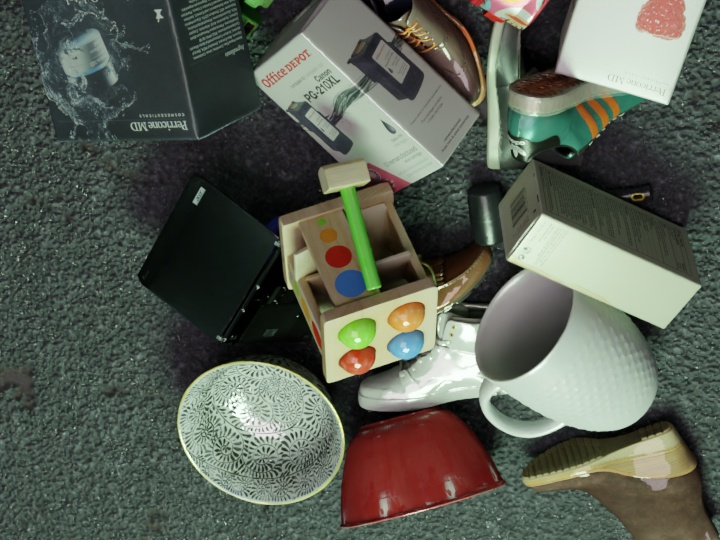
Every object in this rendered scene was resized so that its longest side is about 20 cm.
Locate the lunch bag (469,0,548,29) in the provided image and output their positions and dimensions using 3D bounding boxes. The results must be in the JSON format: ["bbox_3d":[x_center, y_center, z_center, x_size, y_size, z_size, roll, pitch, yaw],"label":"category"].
[{"bbox_3d":[0.162,-0.317,1.531,0.082,0.200,0.176,24,120,-7],"label":"lunch bag"}]

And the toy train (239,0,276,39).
[{"bbox_3d":[-0.140,-0.263,1.719,0.056,0.042,0.200,32,121,-18],"label":"toy train"}]

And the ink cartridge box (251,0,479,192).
[{"bbox_3d":[0.001,-0.183,1.670,0.200,0.084,0.145,42,153,-12],"label":"ink cartridge box"}]

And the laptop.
[{"bbox_3d":[-0.118,-0.010,1.812,0.200,0.103,0.177,0,139,-36],"label":"laptop"}]

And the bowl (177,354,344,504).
[{"bbox_3d":[-0.109,0.169,1.915,0.200,0.094,0.201,5,119,9],"label":"bowl"}]

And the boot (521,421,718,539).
[{"bbox_3d":[0.305,0.273,1.893,0.199,0.072,0.167,-17,111,16],"label":"boot"}]

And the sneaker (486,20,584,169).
[{"bbox_3d":[0.184,-0.197,1.671,0.106,0.075,0.200,1,127,6],"label":"sneaker"}]

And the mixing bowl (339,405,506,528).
[{"bbox_3d":[0.060,0.220,1.870,0.200,0.200,0.109,-16,85,20],"label":"mixing bowl"}]

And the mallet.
[{"bbox_3d":[0.212,-0.080,1.746,0.199,0.041,0.066,-14,113,14],"label":"mallet"}]

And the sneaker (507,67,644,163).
[{"bbox_3d":[0.217,-0.159,1.622,0.071,0.200,0.080,31,125,40],"label":"sneaker"}]

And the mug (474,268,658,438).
[{"bbox_3d":[0.219,0.111,1.776,0.175,0.148,0.200,33,119,-30],"label":"mug"}]

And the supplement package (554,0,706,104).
[{"bbox_3d":[0.276,-0.285,1.568,0.121,0.120,0.200,16,121,2],"label":"supplement package"}]

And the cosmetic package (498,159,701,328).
[{"bbox_3d":[0.250,-0.028,1.697,0.200,0.104,0.073,24,124,-18],"label":"cosmetic package"}]

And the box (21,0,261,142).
[{"bbox_3d":[-0.229,-0.243,1.662,0.196,0.117,0.201,2,113,33],"label":"box"}]

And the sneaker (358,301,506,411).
[{"bbox_3d":[0.085,0.091,1.848,0.199,0.074,0.116,-11,114,7],"label":"sneaker"}]

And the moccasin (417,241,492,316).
[{"bbox_3d":[0.054,0.015,1.807,0.201,0.074,0.078,-24,112,21],"label":"moccasin"}]

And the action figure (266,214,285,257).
[{"bbox_3d":[-0.136,-0.023,1.845,0.199,0.052,0.066,-13,120,21],"label":"action figure"}]

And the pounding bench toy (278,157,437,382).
[{"bbox_3d":[0.000,0.000,1.659,0.124,0.156,0.200,-18,148,-10],"label":"pounding bench toy"}]

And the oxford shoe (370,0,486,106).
[{"bbox_3d":[0.057,-0.244,1.654,0.071,0.073,0.200,-31,101,30],"label":"oxford shoe"}]
